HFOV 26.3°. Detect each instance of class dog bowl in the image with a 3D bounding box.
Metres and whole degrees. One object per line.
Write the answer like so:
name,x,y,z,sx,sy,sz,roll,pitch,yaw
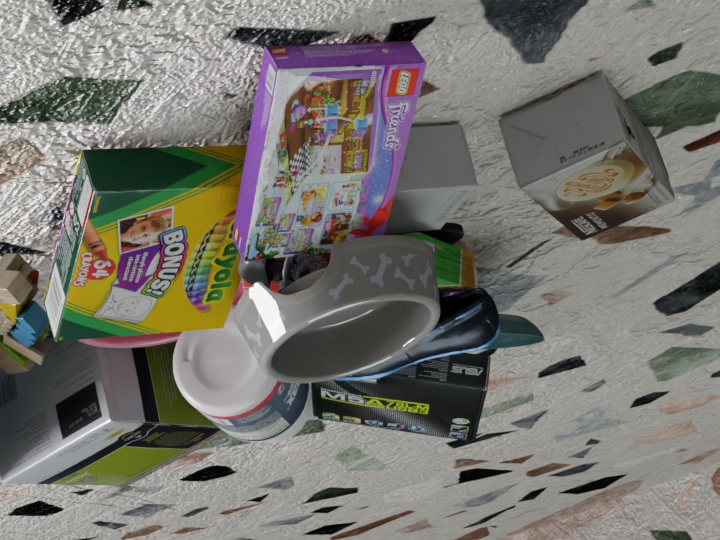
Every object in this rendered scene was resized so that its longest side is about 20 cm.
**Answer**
dog bowl,-0.016,0.042,1.436,0.199,0.059,0.200,-16,156,-7

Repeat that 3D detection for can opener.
can opener,-0.076,0.017,1.490,0.066,0.053,0.200,9,155,6

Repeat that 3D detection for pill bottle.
pill bottle,-0.120,0.122,1.683,0.119,0.120,0.200,-18,159,6

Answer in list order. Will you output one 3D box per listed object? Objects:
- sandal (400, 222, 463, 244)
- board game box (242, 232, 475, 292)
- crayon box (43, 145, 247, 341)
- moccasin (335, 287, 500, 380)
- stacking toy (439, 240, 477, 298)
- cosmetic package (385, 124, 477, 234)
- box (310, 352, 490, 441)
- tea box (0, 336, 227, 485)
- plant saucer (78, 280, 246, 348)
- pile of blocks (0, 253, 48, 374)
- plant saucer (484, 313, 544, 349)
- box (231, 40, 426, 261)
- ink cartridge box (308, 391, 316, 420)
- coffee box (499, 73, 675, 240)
sandal,0.010,-0.043,1.623,0.199,0.045,0.075,-5,161,17
board game box,0.000,0.000,1.589,0.199,0.041,0.153,-5,170,25
crayon box,-0.189,-0.024,1.426,0.171,0.058,0.201,-3,139,-27
moccasin,0.044,0.055,1.603,0.199,0.081,0.068,-17,131,-1
stacking toy,0.027,0.013,1.736,0.198,0.086,0.085,-3,157,-12
cosmetic package,0.001,-0.082,1.468,0.199,0.075,0.102,-5,158,-23
box,0.043,0.135,1.754,0.198,0.048,0.193,8,159,2
tea box,-0.287,0.154,1.769,0.199,0.134,0.196,-29,154,32
plant saucer,-0.212,0.020,1.604,0.199,0.051,0.201,-14,158,-6
pile of blocks,-0.335,0.040,1.538,0.082,0.062,0.200,32,151,-3
plant saucer,0.114,0.071,1.792,0.198,0.028,0.200,0,172,0
box,-0.030,-0.102,1.330,0.136,0.039,0.201,-5,131,-24
ink cartridge box,-0.052,0.122,1.925,0.199,0.084,0.145,-20,159,11
coffee box,0.231,-0.109,1.548,0.114,0.080,0.200,-23,158,18
